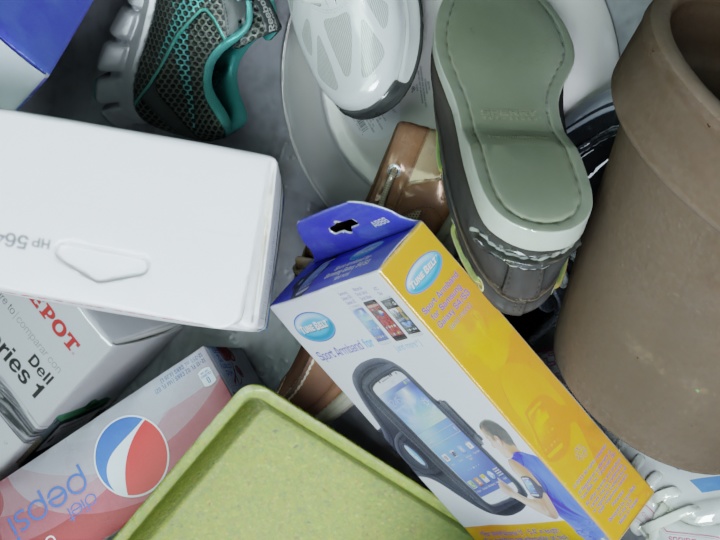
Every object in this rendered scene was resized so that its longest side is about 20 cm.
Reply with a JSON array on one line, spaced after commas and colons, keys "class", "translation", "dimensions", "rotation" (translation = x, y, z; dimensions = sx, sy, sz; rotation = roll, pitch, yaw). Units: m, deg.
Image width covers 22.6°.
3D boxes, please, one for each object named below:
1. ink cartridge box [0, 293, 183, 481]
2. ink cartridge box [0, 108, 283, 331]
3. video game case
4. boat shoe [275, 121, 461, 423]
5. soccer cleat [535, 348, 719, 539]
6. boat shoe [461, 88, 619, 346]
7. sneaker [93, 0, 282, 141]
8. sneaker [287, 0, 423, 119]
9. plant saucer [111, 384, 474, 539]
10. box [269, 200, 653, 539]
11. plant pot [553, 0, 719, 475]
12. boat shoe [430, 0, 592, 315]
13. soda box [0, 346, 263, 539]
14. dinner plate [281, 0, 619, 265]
[{"class": "ink cartridge box", "translation": [-0.225, 0.045, 1.080], "dimensions": [0.200, 0.084, 0.146], "rotation": [-46, 78, 24]}, {"class": "ink cartridge box", "translation": [-0.113, -0.019, 0.903], "dimensions": [0.145, 0.200, 0.085], "rotation": [9, 87, -2]}, {"class": "video game case", "translation": [-0.209, -0.110, 0.983], "dimensions": [0.045, 0.201, 0.181], "rotation": [40, 121, -17]}, {"class": "boat shoe", "translation": [0.000, 0.000, 0.954], "dimensions": [0.071, 0.076, 0.201], "rotation": [29, 118, -10]}, {"class": "soccer cleat", "translation": [0.152, 0.103, 0.895], "dimensions": [0.199, 0.086, 0.070], "rotation": [25, 135, 21]}, {"class": "boat shoe", "translation": [0.091, -0.008, 0.920], "dimensions": [0.072, 0.068, 0.200], "rotation": [42, 116, -2]}, {"class": "sneaker", "translation": [-0.079, -0.162, 0.993], "dimensions": [0.091, 0.078, 0.202], "rotation": [23, 116, 16]}, {"class": "sneaker", "translation": [-0.036, -0.178, 0.922], "dimensions": [0.075, 0.115, 0.202], "rotation": [-19, 77, 29]}, {"class": "plant saucer", "translation": [-0.037, 0.165, 0.987], "dimensions": [0.199, 0.048, 0.200], "rotation": [33, 114, -18]}, {"class": "box", "translation": [0.039, 0.054, 0.875], "dimensions": [0.200, 0.042, 0.119], "rotation": [47, 153, -13]}, {"class": "plant pot", "translation": [0.177, -0.004, 0.825], "dimensions": [0.200, 0.200, 0.175], "rotation": [38, 120, 17]}, {"class": "boat shoe", "translation": [0.067, -0.066, 0.863], "dimensions": [0.071, 0.202, 0.061], "rotation": [6, 133, -7]}, {"class": "soda box", "translation": [-0.143, 0.122, 1.033], "dimensions": [0.199, 0.070, 0.064], "rotation": [-34, 80, 11]}, {"class": "dinner plate", "translation": [0.041, -0.102, 0.966], "dimensions": [0.198, 0.024, 0.202], "rotation": [4, 98, 27]}]
